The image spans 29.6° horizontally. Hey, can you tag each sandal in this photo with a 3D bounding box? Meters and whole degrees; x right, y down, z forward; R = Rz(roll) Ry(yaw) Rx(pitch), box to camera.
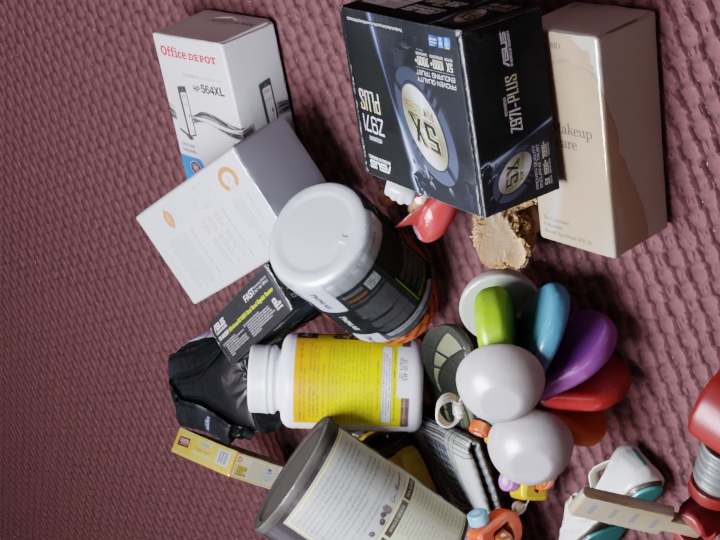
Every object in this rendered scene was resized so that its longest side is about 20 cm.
[{"bbox_3d":[0.114,0.121,1.511,0.080,0.057,0.202,51,164,35],"label":"sandal"}]

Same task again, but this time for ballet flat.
[{"bbox_3d":[0.250,0.245,1.416,0.070,0.069,0.201,48,140,19],"label":"ballet flat"}]

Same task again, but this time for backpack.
[{"bbox_3d":[-0.174,0.151,1.843,0.199,0.126,0.169,-13,79,51],"label":"backpack"}]

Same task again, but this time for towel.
[{"bbox_3d":[0.117,0.265,1.572,0.201,0.034,0.192,69,163,-14],"label":"towel"}]

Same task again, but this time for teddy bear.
[{"bbox_3d":[0.139,-0.104,1.315,0.144,0.066,0.202,-20,91,47],"label":"teddy bear"}]

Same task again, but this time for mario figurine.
[{"bbox_3d":[0.032,-0.121,1.389,0.106,0.123,0.202,-17,96,43],"label":"mario figurine"}]

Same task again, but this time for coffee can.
[{"bbox_3d":[0.004,0.276,1.491,0.199,0.147,0.146,35,145,-5],"label":"coffee can"}]

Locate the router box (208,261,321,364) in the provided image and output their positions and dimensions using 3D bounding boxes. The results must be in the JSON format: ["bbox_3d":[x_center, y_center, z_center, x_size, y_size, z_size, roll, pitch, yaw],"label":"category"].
[{"bbox_3d":[-0.076,0.025,1.605,0.062,0.149,0.200,57,147,7],"label":"router box"}]

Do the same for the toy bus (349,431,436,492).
[{"bbox_3d":[-0.020,0.283,1.664,0.200,0.191,0.137,17,131,64],"label":"toy bus"}]

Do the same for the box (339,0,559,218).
[{"bbox_3d":[0.075,-0.156,1.211,0.200,0.086,0.165,28,133,54],"label":"box"}]

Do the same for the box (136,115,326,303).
[{"bbox_3d":[-0.139,-0.066,1.537,0.199,0.097,0.125,-28,98,44],"label":"box"}]

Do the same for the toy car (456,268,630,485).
[{"bbox_3d":[0.181,0.093,1.317,0.149,0.176,0.201,-17,121,18],"label":"toy car"}]

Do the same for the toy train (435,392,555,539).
[{"bbox_3d":[0.152,0.212,1.437,0.055,0.150,0.202,1,111,51],"label":"toy train"}]

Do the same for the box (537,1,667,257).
[{"bbox_3d":[0.205,-0.124,1.187,0.095,0.077,0.202,19,127,47],"label":"box"}]

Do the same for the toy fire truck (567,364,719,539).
[{"bbox_3d":[0.293,0.162,1.163,0.128,0.199,0.177,35,138,33],"label":"toy fire truck"}]

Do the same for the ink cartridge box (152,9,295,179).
[{"bbox_3d":[-0.156,-0.194,1.615,0.145,0.084,0.202,17,128,46],"label":"ink cartridge box"}]

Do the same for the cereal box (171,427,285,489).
[{"bbox_3d":[-0.138,0.270,1.849,0.143,0.199,0.040,11,78,50],"label":"cereal box"}]

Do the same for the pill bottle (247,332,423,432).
[{"bbox_3d":[-0.027,0.127,1.563,0.109,0.198,0.110,2,-90,-88],"label":"pill bottle"}]

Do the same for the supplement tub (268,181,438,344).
[{"bbox_3d":[0.000,0.000,1.443,0.122,0.123,0.200,32,174,37],"label":"supplement tub"}]
